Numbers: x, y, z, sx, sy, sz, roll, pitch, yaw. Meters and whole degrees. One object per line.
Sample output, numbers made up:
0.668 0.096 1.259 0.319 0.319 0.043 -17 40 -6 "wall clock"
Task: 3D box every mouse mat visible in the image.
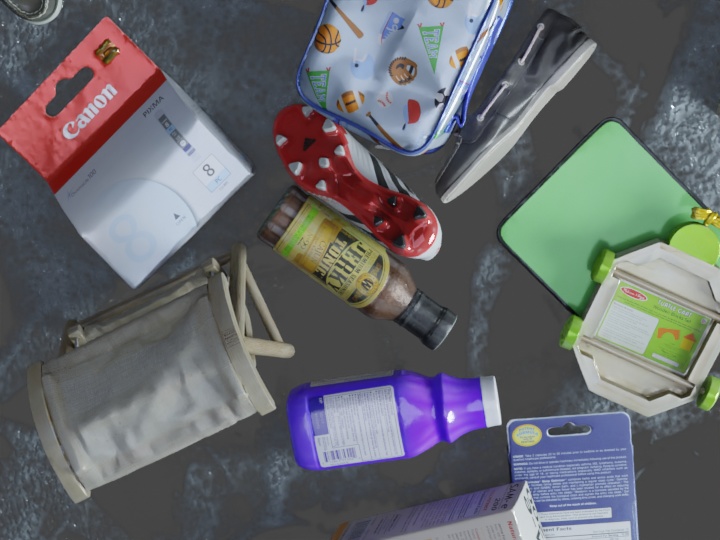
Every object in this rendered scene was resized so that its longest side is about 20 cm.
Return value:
0.247 -0.023 1.394 0.200 0.008 0.161 44 101 -5 "mouse mat"

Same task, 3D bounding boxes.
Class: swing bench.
-0.180 0.086 1.345 0.198 0.200 0.130 -25 98 8 "swing bench"

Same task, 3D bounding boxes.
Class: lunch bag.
0.042 -0.203 1.325 0.160 0.076 0.201 27 103 11 "lunch bag"

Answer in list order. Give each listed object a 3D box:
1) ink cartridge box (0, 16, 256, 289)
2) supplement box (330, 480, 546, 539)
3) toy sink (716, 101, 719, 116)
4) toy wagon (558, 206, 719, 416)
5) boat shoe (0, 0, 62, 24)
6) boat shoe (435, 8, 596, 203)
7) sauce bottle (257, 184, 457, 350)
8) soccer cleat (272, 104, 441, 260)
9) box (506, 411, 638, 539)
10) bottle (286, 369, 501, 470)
-0.221 -0.109 1.387 0.160 0.047 0.200 -43 98 11 "ink cartridge box"
0.079 0.289 1.415 0.199 0.074 0.127 -16 100 19 "supplement box"
0.403 -0.205 1.285 0.111 0.130 0.201 18 101 0 "toy sink"
0.283 0.034 1.380 0.154 0.040 0.201 24 102 -2 "toy wagon"
-0.337 -0.315 1.348 0.072 0.060 0.203 -25 98 8 "boat shoe"
0.129 -0.150 1.352 0.057 0.067 0.200 44 96 11 "boat shoe"
0.000 0.000 1.386 0.199 0.065 0.065 34 101 -3 "sauce bottle"
-0.003 -0.078 1.371 0.200 0.085 0.069 40 90 19 "soccer cleat"
0.205 0.231 1.433 0.120 0.032 0.202 -4 103 5 "box"
0.032 0.136 1.409 0.198 0.065 0.084 -9 101 5 "bottle"
